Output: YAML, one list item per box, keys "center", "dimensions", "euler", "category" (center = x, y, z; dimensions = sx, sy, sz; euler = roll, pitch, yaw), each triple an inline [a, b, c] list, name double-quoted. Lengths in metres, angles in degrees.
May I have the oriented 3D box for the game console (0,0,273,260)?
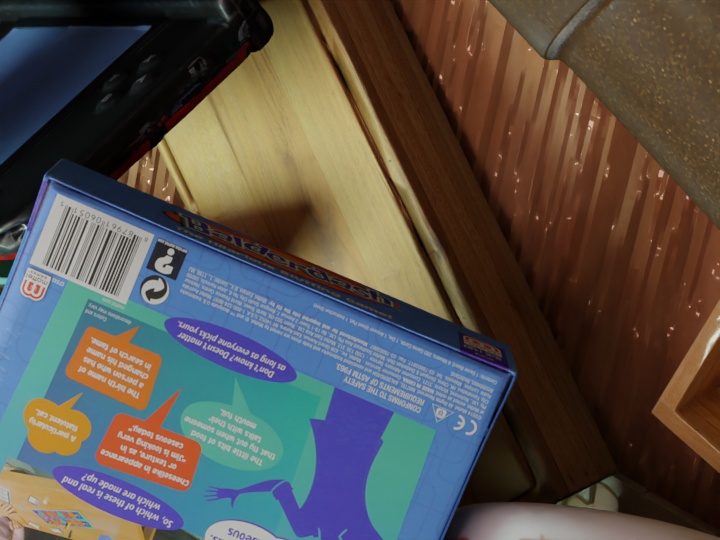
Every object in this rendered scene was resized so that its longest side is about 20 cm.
- center: [-0.128, -0.105, 0.856]
  dimensions: [0.119, 0.172, 0.200]
  euler: [55, 157, -23]
  category: "game console"

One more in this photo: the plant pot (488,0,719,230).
- center: [0.149, -0.072, 0.640]
  dimensions: [0.199, 0.200, 0.200]
  euler: [52, 129, 4]
  category: "plant pot"

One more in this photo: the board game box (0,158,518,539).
- center: [-0.060, 0.088, 0.761]
  dimensions: [0.151, 0.045, 0.201]
  euler: [23, 98, -4]
  category: "board game box"

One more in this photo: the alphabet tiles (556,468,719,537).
- center: [0.103, 0.160, 0.857]
  dimensions: [0.199, 0.006, 0.168]
  euler: [29, 120, 29]
  category: "alphabet tiles"

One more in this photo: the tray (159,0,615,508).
- center: [0.000, 0.000, 0.863]
  dimensions: [0.098, 0.037, 0.201]
  euler: [-32, 82, 41]
  category: "tray"

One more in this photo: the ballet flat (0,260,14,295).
- center: [-0.099, 0.026, 0.913]
  dimensions: [0.200, 0.067, 0.063]
  euler: [-176, 77, -66]
  category: "ballet flat"

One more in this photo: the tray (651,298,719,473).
- center: [0.189, 0.066, 0.740]
  dimensions: [0.200, 0.037, 0.099]
  euler: [43, 126, 22]
  category: "tray"

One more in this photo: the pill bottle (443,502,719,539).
- center: [0.061, 0.180, 0.764]
  dimensions: [0.115, 0.116, 0.202]
  euler: [-1, 71, 39]
  category: "pill bottle"
